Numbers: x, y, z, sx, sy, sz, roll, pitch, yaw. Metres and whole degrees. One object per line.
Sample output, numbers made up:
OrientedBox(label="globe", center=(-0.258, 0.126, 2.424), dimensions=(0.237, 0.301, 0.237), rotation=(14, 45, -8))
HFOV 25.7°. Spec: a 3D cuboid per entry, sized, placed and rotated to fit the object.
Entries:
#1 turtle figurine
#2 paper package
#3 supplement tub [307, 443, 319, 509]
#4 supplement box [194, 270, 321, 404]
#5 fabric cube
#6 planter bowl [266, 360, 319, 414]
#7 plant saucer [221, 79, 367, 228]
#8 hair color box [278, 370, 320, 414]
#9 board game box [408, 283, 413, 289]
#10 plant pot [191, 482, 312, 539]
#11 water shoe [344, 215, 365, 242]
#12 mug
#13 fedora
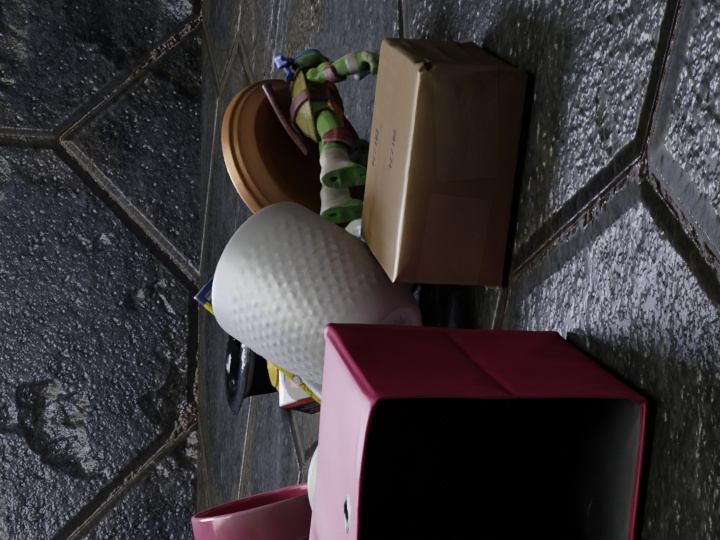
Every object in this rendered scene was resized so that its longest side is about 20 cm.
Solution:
OrientedBox(label="turtle figurine", center=(0.003, -0.158, 1.688), dimensions=(0.144, 0.199, 0.195), rotation=(-40, 44, 42))
OrientedBox(label="paper package", center=(0.072, -0.103, 1.438), dimensions=(0.191, 0.103, 0.202), rotation=(-121, 35, -71))
OrientedBox(label="supplement tub", center=(0.030, 0.206, 1.466), dimensions=(0.200, 0.144, 0.146), rotation=(-167, 80, -78))
OrientedBox(label="supplement box", center=(-0.060, 0.056, 1.686), dimensions=(0.109, 0.200, 0.110), rotation=(-51, -13, -1))
OrientedBox(label="fabric cube", center=(0.075, 0.156, 1.145), dimensions=(0.199, 0.198, 0.198), rotation=(-132, 45, -73))
OrientedBox(label="planter bowl", center=(-0.080, 0.105, 2.083), dimensions=(0.200, 0.083, 0.202), rotation=(175, 90, -78))
OrientedBox(label="plant saucer", center=(-0.063, -0.125, 1.743), dimensions=(0.037, 0.199, 0.202), rotation=(-32, 52, 43))
OrientedBox(label="hair color box", center=(-0.048, 0.067, 1.955), dimensions=(0.101, 0.061, 0.202), rotation=(-20, 64, 39))
OrientedBox(label="board game box", center=(0.054, -0.086, 1.689), dimensions=(0.201, 0.029, 0.135), rotation=(108, 160, -51))
OrientedBox(label="plant pot", center=(-0.097, 0.370, 1.961), dimensions=(0.200, 0.198, 0.180), rotation=(160, 97, -77))
OrientedBox(label="water shoe", center=(0.000, 0.000, 1.690), dimensions=(0.200, 0.071, 0.080), rotation=(125, 141, -72))
OrientedBox(label="mug", center=(-0.031, 0.055, 1.537), dimensions=(0.175, 0.147, 0.201), rotation=(29, 139, 34))
OrientedBox(label="fedora", center=(-0.156, 0.134, 2.461), dimensions=(0.201, 0.091, 0.202), rotation=(-177, 90, -78))
